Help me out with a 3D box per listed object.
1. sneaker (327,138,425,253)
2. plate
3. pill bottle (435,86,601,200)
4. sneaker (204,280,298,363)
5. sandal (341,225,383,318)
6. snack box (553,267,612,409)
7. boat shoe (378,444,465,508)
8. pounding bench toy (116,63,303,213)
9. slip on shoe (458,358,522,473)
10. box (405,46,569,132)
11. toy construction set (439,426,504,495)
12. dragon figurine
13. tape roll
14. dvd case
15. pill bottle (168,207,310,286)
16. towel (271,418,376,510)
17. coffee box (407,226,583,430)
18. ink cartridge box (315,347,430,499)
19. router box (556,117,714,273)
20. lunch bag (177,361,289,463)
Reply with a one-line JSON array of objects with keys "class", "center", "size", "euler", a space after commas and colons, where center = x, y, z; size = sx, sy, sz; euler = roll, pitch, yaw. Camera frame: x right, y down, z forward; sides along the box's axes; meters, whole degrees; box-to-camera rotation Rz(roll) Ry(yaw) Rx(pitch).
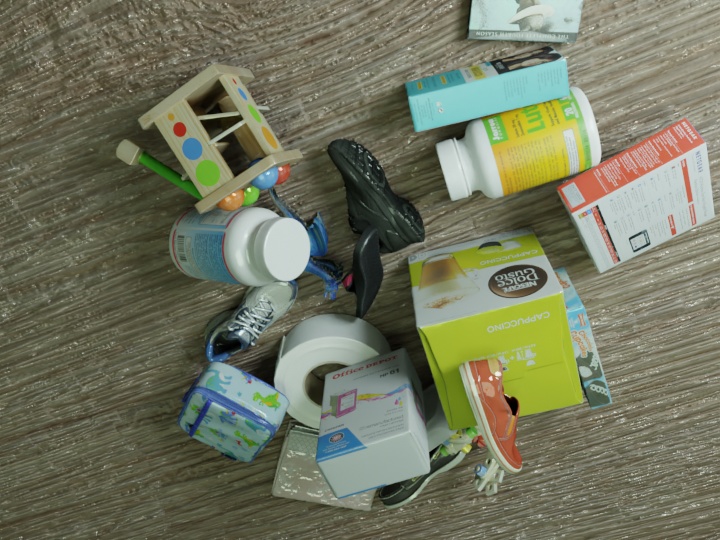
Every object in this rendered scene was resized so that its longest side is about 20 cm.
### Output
[{"class": "sneaker", "center": [0.009, -0.099, 0.947], "size": [0.091, 0.076, 0.200], "euler": [-29, 113, 25]}, {"class": "plate", "center": [0.086, 0.256, 1.083], "size": [0.200, 0.200, 0.032], "euler": [-40, 95, 21]}, {"class": "pill bottle", "center": [0.208, -0.163, 0.882], "size": [0.200, 0.111, 0.111], "euler": [-17, 118, 10]}, {"class": "sneaker", "center": [-0.175, 0.084, 1.044], "size": [0.077, 0.085, 0.200], "euler": [41, 112, -20]}, {"class": "sandal", "center": [0.000, 0.000, 0.984], "size": [0.045, 0.075, 0.200], "euler": [20, 147, 17]}, {"class": "snack box", "center": [0.343, 0.107, 1.033], "size": [0.037, 0.116, 0.200], "euler": [-19, 118, 11]}, {"class": "boat shoe", "center": [0.103, 0.363, 1.211], "size": [0.201, 0.072, 0.061], "euler": [-42, 112, 13]}, {"class": "pounding bench toy", "center": [-0.203, -0.146, 0.863], "size": [0.200, 0.124, 0.156], "euler": [-30, 96, 17]}, {"class": "slip on shoe", "center": [0.191, 0.201, 0.891], "size": [0.061, 0.074, 0.200], "euler": [-20, 116, 9]}, {"class": "box", "center": [0.162, -0.238, 0.856], "size": [0.200, 0.082, 0.049], "euler": [-12, 118, 7]}, {"class": "toy construction set", "center": [0.193, 0.293, 1.129], "size": [0.092, 0.131, 0.200], "euler": [-31, 119, 16]}, {"class": "dragon figurine", "center": [-0.080, -0.051, 0.977], "size": [0.099, 0.059, 0.200], "euler": [-7, 111, 4]}, {"class": "tape roll", "center": [-0.044, 0.173, 1.103], "size": [0.202, 0.071, 0.203], "euler": [0, 121, 1]}, {"class": "dvd case", "center": [0.213, -0.388, 0.804], "size": [0.146, 0.022, 0.200], "euler": [2, 121, -1]}, {"class": "pill bottle", "center": [-0.168, -0.034, 0.910], "size": [0.200, 0.109, 0.109], "euler": [6, 128, 41]}, {"class": "towel", "center": [-0.057, 0.376, 1.242], "size": [0.200, 0.032, 0.191], "euler": [12, 120, -5]}, {"class": "coffee box", "center": [0.196, 0.084, 0.974], "size": [0.199, 0.198, 0.200], "euler": [-15, 119, 9]}, {"class": "ink cartridge box", "center": [0.018, 0.221, 0.976], "size": [0.144, 0.200, 0.085], "euler": [-20, 114, 11]}, {"class": "router box", "center": [0.386, -0.093, 0.905], "size": [0.179, 0.049, 0.200], "euler": [-29, 145, 15]}, {"class": "lunch bag", "center": [-0.220, 0.239, 1.095], "size": [0.161, 0.083, 0.200], "euler": [31, 142, -7]}]
